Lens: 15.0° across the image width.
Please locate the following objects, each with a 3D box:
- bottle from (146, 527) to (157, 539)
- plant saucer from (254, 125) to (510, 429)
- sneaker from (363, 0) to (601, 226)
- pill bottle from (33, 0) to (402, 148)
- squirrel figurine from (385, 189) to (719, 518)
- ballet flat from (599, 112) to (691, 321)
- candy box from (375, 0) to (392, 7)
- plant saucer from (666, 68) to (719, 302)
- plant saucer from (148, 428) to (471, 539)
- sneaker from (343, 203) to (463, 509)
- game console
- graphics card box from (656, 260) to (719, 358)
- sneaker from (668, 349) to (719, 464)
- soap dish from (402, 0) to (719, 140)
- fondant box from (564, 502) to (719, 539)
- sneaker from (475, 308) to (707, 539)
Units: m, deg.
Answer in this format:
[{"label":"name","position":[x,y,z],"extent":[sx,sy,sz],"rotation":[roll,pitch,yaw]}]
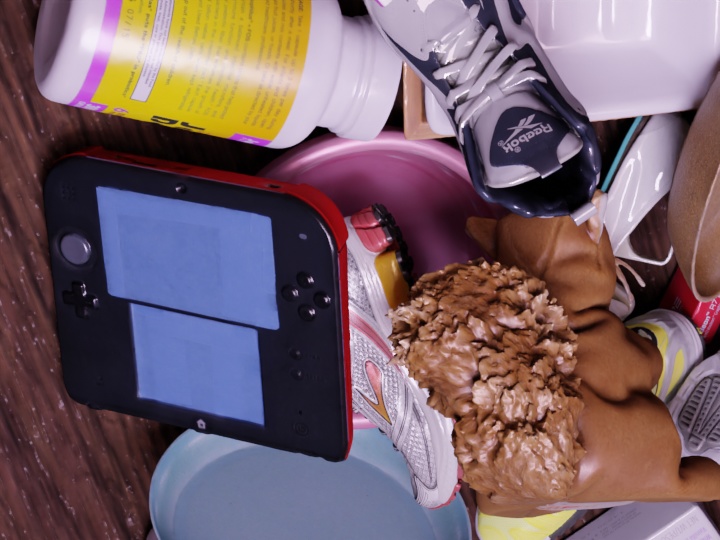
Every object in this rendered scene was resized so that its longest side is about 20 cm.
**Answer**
[{"label":"bottle","position":[-0.041,0.201,1.767],"extent":[0.200,0.065,0.084],"rotation":[11,111,-18]},{"label":"plant saucer","position":[0.000,0.000,1.692],"extent":[0.200,0.051,0.201],"rotation":[-5,115,-12]},{"label":"sneaker","position":[0.075,-0.102,1.526],"extent":[0.079,0.130,0.199],"rotation":[-30,118,0]},{"label":"pill bottle","position":[-0.081,-0.129,1.581],"extent":[0.200,0.104,0.104],"rotation":[11,111,-18]},{"label":"squirrel figurine","position":[0.108,0.044,1.594],"extent":[0.200,0.141,0.187],"rotation":[10,74,-55]},{"label":"ballet flat","position":[0.156,-0.008,1.712],"extent":[0.069,0.069,0.200],"rotation":[25,104,-23]},{"label":"candy box","position":[-0.033,-0.235,1.489],"extent":[0.061,0.200,0.136],"rotation":[-43,116,7]},{"label":"plant saucer","position":[0.234,-0.079,1.664],"extent":[0.035,0.200,0.200],"rotation":[26,111,20]},{"label":"plant saucer","position":[-0.032,0.158,1.680],"extent":[0.200,0.200,0.027],"rotation":[0,131,-14]},{"label":"sneaker","position":[0.010,0.057,1.659],"extent":[0.082,0.078,0.200],"rotation":[-19,111,6]},{"label":"game console","position":[-0.096,0.020,1.626],"extent":[0.200,0.031,0.177],"rotation":[12,117,25]},{"label":"graphics card box","position":[0.282,0.066,1.793],"extent":[0.200,0.051,0.126],"rotation":[17,109,-22]},{"label":"sneaker","position":[0.272,0.053,1.725],"extent":[0.200,0.078,0.099],"rotation":[-52,143,-1]},{"label":"soap dish","position":[0.117,-0.166,1.626],"extent":[0.200,0.081,0.158],"rotation":[-7,116,-10]},{"label":"fondant box","position":[0.208,0.252,1.857],"extent":[0.144,0.058,0.200],"rotation":[-35,119,3]},{"label":"sneaker","position":[0.132,0.100,1.737],"extent":[0.200,0.075,0.076],"rotation":[-53,154,19]}]
